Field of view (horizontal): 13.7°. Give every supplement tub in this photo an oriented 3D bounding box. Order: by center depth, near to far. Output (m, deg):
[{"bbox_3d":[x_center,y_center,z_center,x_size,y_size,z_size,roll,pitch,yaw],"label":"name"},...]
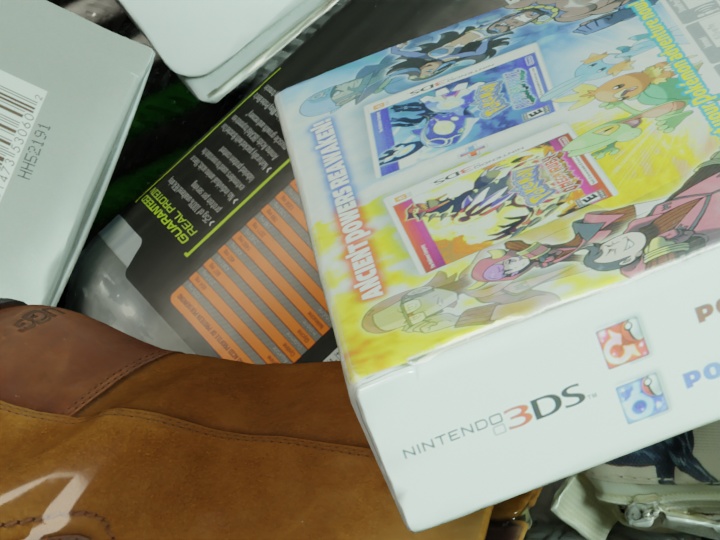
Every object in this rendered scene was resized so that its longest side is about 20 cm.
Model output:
[{"bbox_3d":[0.000,0.000,0.881,0.200,0.123,0.123,-42,48,-2],"label":"supplement tub"}]

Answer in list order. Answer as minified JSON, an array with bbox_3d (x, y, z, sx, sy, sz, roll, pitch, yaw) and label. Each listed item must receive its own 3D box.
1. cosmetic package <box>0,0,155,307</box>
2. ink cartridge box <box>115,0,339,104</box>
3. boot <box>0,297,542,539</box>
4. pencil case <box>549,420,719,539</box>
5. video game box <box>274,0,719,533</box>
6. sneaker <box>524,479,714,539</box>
[{"bbox_3d":[-0.143,-0.007,0.925,0.200,0.090,0.107,135,156,-65],"label":"cosmetic package"},{"bbox_3d":[-0.073,-0.147,0.953,0.083,0.145,0.200,-38,16,-1],"label":"ink cartridge box"},{"bbox_3d":[-0.061,0.083,0.725,0.199,0.069,0.188,6,37,27],"label":"boot"},{"bbox_3d":[0.138,0.030,0.716,0.199,0.078,0.090,-1,64,48],"label":"pencil case"},{"bbox_3d":[0.076,-0.026,0.722,0.181,0.047,0.200,-18,22,1],"label":"video game box"},{"bbox_3d":[0.015,0.124,0.826,0.198,0.130,0.079,-14,30,-29],"label":"sneaker"}]
